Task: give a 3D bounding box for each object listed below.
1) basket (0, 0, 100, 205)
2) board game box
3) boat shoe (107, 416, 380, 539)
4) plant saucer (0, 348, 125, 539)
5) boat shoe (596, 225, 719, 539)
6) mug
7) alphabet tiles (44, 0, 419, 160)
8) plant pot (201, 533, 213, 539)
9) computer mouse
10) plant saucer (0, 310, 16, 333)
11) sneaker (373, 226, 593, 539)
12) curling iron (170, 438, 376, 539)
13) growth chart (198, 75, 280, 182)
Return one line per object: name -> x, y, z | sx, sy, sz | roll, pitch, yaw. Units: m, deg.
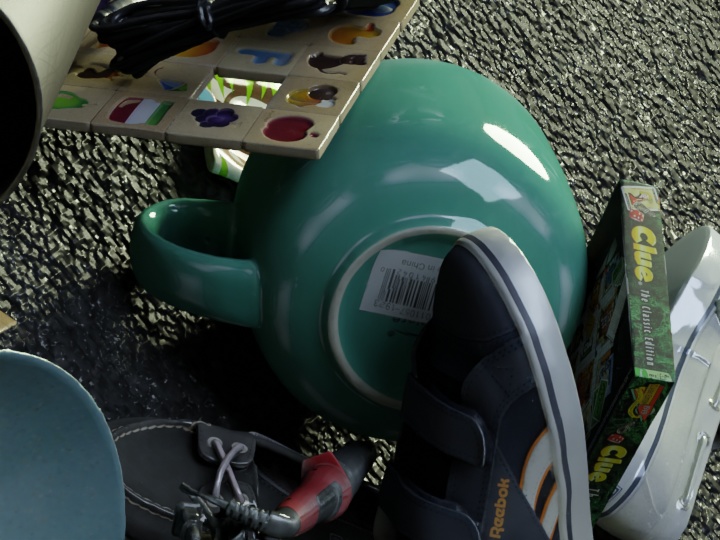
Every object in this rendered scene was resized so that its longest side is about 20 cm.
basket -> -0.179, -0.112, 1.019 | 0.200, 0.179, 0.137 | -65, 148, -59
board game box -> 0.097, 0.062, 1.137 | 0.023, 0.200, 0.105 | 6, 53, -12
boat shoe -> -0.030, 0.100, 1.079 | 0.199, 0.057, 0.067 | 25, 46, -32
plant saucer -> -0.159, 0.120, 0.877 | 0.201, 0.039, 0.202 | -32, 130, -48
boat shoe -> 0.169, 0.067, 1.301 | 0.086, 0.074, 0.202 | 41, 41, -15
mug -> 0.009, 0.005, 1.111 | 0.152, 0.184, 0.115 | 55, 8, -24
alphabet tiles -> -0.070, -0.104, 1.136 | 0.200, 0.166, 0.008 | -60, 153, -57
plant pot -> -0.002, 0.189, 0.963 | 0.199, 0.188, 0.188 | 32, 40, -3
computer mouse -> -0.033, -0.125, 1.132 | 0.200, 0.140, 0.046 | -48, 123, -58
plant saucer -> -0.209, 0.040, 0.817 | 0.200, 0.199, 0.036 | -26, 94, -52
sneaker -> 0.047, 0.086, 1.034 | 0.079, 0.078, 0.201 | -17, 110, -17
curling iron -> -0.024, 0.084, 1.003 | 0.049, 0.026, 0.200 | 13, 9, 15
growth chart -> -0.035, -0.076, 1.242 | 0.144, 0.018, 0.201 | 2, 60, -45
